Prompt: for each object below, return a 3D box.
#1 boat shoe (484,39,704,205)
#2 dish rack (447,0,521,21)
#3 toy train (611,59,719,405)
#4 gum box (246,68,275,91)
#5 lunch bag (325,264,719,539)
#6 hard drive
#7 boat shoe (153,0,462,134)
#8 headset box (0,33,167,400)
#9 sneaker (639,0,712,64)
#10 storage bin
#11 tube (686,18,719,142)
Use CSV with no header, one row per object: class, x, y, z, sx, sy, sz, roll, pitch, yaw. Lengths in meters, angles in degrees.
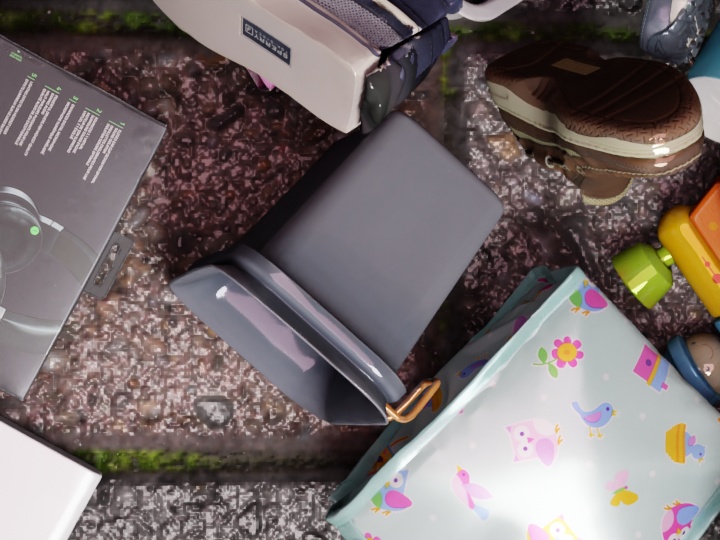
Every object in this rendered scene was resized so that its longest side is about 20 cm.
boat shoe,0.137,-0.074,1.371,0.074,0.202,0.075,-23,111,-11
dish rack,0.045,-0.242,1.390,0.171,0.043,0.201,-36,98,-45
toy train,0.193,-0.025,1.444,0.115,0.085,0.201,-35,92,15
gum box,-0.057,-0.216,1.402,0.113,0.066,0.201,-31,96,-4
lunch bag,0.100,0.123,1.417,0.170,0.122,0.200,44,83,-8
hard drive,-0.254,0.173,1.430,0.131,0.026,0.201,29,90,-7
boat shoe,-0.037,-0.156,1.335,0.200,0.075,0.093,39,57,20
headset box,-0.221,-0.047,1.384,0.199,0.093,0.175,27,90,-7
sneaker,0.159,-0.195,1.395,0.086,0.078,0.201,6,51,5
storage bin,0.000,0.000,1.367,0.145,0.200,0.135,41,80,-7
tube,0.246,-0.156,1.421,0.077,0.050,0.200,42,58,-12
